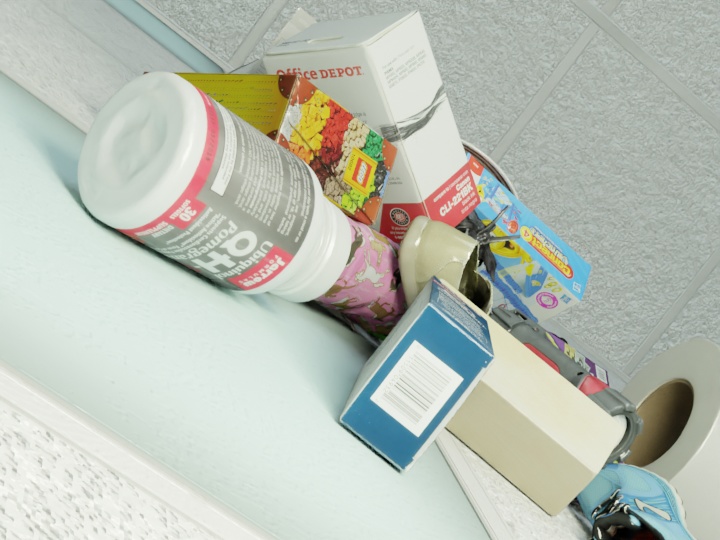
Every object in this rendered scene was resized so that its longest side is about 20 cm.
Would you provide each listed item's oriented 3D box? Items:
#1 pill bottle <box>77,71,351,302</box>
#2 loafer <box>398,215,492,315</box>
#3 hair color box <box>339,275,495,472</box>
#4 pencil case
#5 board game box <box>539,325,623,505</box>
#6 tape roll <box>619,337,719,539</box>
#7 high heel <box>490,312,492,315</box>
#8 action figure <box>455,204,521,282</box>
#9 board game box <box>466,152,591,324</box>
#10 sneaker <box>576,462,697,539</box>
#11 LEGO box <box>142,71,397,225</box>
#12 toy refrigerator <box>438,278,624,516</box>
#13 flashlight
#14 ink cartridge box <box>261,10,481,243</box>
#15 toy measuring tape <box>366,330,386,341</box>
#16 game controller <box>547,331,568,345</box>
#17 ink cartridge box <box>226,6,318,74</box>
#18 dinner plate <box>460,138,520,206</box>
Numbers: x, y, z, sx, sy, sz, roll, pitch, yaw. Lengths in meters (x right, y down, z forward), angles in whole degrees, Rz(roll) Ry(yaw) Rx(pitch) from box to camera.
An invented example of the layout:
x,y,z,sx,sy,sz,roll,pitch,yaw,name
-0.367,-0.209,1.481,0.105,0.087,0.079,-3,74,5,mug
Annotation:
x,y,z,sx,sy,sz,roll,pitch,yaw,name
-0.095,-0.049,0.956,0.199,0.111,0.111,31,9,-47,pill bottle
0.084,0.042,1.192,0.067,0.076,0.202,11,-41,29,loafer
0.044,0.068,0.964,0.060,0.100,0.200,38,7,0,hair color box
-0.017,-0.001,1.166,0.082,0.088,0.199,17,-6,33,pencil case
0.203,0.143,1.307,0.120,0.032,0.201,37,30,-23,board game box
0.352,0.193,1.380,0.139,0.203,0.203,37,6,-15,tape roll
0.137,0.105,1.423,0.199,0.072,0.143,31,19,-32,high heel
0.064,-0.017,1.377,0.198,0.102,0.120,-9,-58,39,action figure
0.116,-0.008,1.483,0.195,0.199,0.056,40,47,-17,board game box
0.228,0.212,1.119,0.089,0.079,0.200,31,9,-25,sneaker
-0.092,-0.109,1.193,0.198,0.078,0.148,8,-15,40,LEGO box
0.116,0.104,1.122,0.199,0.076,0.070,39,46,7,toy refrigerator
0.173,0.104,1.232,0.067,0.069,0.200,11,17,-38,flashlight
0.011,-0.133,1.261,0.143,0.084,0.202,4,-56,44,ink cartridge box
0.000,0.000,1.334,0.073,0.074,0.200,32,9,-41,toy measuring tape
0.173,0.114,1.365,0.199,0.042,0.104,-7,46,-50,game controller
-0.092,-0.177,1.461,0.160,0.201,0.050,31,8,-48,ink cartridge box
0.088,-0.082,1.487,0.199,0.200,0.024,37,49,-8,dinner plate
